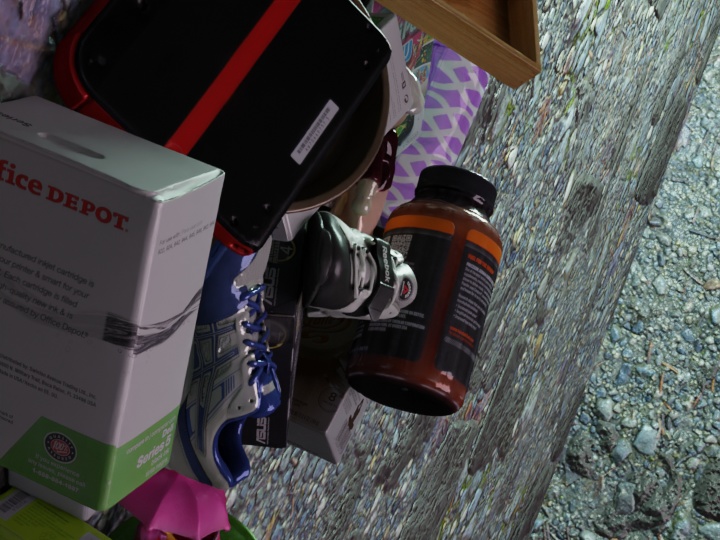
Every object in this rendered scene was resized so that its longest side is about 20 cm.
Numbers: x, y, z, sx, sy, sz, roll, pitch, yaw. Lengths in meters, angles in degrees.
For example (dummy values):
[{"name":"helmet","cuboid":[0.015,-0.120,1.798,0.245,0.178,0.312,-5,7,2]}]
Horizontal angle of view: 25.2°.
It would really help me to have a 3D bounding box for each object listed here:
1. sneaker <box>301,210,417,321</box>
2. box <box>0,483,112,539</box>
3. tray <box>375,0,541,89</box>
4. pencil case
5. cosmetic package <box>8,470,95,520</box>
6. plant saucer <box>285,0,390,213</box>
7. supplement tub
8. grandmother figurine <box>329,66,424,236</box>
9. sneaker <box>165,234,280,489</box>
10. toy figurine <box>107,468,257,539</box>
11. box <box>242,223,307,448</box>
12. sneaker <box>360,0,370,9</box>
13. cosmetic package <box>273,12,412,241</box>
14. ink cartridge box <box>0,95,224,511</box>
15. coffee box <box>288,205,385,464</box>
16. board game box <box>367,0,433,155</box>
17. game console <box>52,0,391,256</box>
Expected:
[{"name":"sneaker","cuboid":[0.000,0.000,1.212,0.200,0.088,0.075,72,25,-85]},{"name":"box","cuboid":[-0.212,0.261,1.143,0.048,0.121,0.201,-35,142,-45]},{"name":"tray","cuboid":[0.065,-0.234,1.298,0.199,0.037,0.099,28,49,-36]},{"name":"pencil case","cuboid":[0.053,-0.124,1.553,0.085,0.083,0.201,37,72,-47]},{"name":"cosmetic package","cuboid":[-0.166,0.074,1.156,0.200,0.071,0.102,-46,151,-51]},{"name":"plant saucer","cuboid":[-0.071,-0.132,1.075,0.029,0.200,0.201,-28,-155,56]},{"name":"supplement tub","cuboid":[0.060,0.015,1.373,0.107,0.106,0.202,62,42,-66]},{"name":"grandmother figurine","cuboid":[0.005,-0.075,1.324,0.121,0.060,0.202,-101,-156,-71]},{"name":"sneaker","cuboid":[-0.083,0.054,1.092,0.075,0.088,0.201,-28,141,-60]},{"name":"toy figurine","cuboid":[-0.156,0.220,1.199,0.185,0.149,0.201,90,25,-55]},{"name":"box","cuboid":[-0.067,0.013,1.271,0.162,0.049,0.201,100,-4,-48]},{"name":"sneaker","cuboid":[-0.027,-0.248,1.157,0.071,0.098,0.202,-23,130,-62]},{"name":"cosmetic package","cuboid":[-0.054,-0.112,1.196,0.200,0.107,0.085,-50,138,-45]},{"name":"ink cartridge box","cuboid":[-0.175,0.016,0.954,0.084,0.144,0.202,-31,139,-61]},{"name":"coffee box","cuboid":[-0.030,0.055,1.454,0.201,0.114,0.080,-63,161,-21]},{"name":"board game box","cuboid":[0.007,-0.182,1.380,0.148,0.064,0.201,-45,149,-50]},{"name":"game console","cuboid":[-0.085,-0.135,1.039,0.031,0.177,0.201,-17,-146,55]}]
